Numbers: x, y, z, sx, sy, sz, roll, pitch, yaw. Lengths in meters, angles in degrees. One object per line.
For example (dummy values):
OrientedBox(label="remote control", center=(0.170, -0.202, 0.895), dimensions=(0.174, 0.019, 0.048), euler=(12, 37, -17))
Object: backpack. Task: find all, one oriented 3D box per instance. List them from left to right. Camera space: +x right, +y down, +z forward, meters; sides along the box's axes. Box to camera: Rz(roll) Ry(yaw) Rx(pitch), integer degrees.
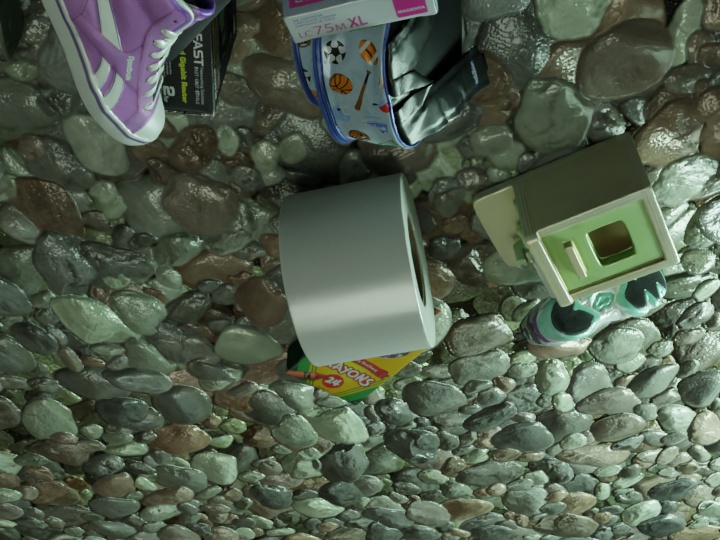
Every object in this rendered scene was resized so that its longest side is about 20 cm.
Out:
OrientedBox(label="backpack", center=(0.021, -0.211, 0.768), dimensions=(0.153, 0.191, 0.200), euler=(1, 137, 22))

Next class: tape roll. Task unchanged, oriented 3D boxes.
OrientedBox(label="tape roll", center=(0.000, 0.000, 0.965), dimensions=(0.138, 0.203, 0.203), euler=(-10, 134, 9))

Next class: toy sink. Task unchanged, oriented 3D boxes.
OrientedBox(label="toy sink", center=(0.246, -0.046, 0.984), dimensions=(0.199, 0.112, 0.130), euler=(-21, 131, 19))

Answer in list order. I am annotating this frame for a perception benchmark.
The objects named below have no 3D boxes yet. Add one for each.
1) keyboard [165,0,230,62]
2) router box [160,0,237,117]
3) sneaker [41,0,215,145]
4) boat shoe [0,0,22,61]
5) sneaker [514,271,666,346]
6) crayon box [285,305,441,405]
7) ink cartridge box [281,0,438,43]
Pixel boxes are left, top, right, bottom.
OrientedBox(label="keyboard", center=(-0.140, -0.251, 0.634), dimensions=(0.127, 0.021, 0.200), euler=(36, 126, -27))
OrientedBox(label="router box", center=(-0.150, -0.261, 0.744), dimensions=(0.062, 0.150, 0.201), euler=(4, 134, -2))
OrientedBox(label="sneaker", center=(-0.161, -0.170, 0.647), dimensions=(0.114, 0.073, 0.201), euler=(0, 148, 7))
OrientedBox(label="boat shoe", center=(-0.366, -0.284, 0.775), dimensions=(0.073, 0.076, 0.201), euler=(8, 133, -4))
OrientedBox(label="sneaker", center=(0.289, 0.047, 1.106), dimensions=(0.199, 0.078, 0.140), euler=(-16, 171, -23))
OrientedBox(label="crayon box", center=(0.003, 0.098, 1.166), dimensions=(0.127, 0.051, 0.200), euler=(28, 127, -25))
OrientedBox(label="ink cartridge box", center=(-0.008, -0.288, 0.688), dimensions=(0.119, 0.201, 0.042), euler=(-9, 156, 10))
